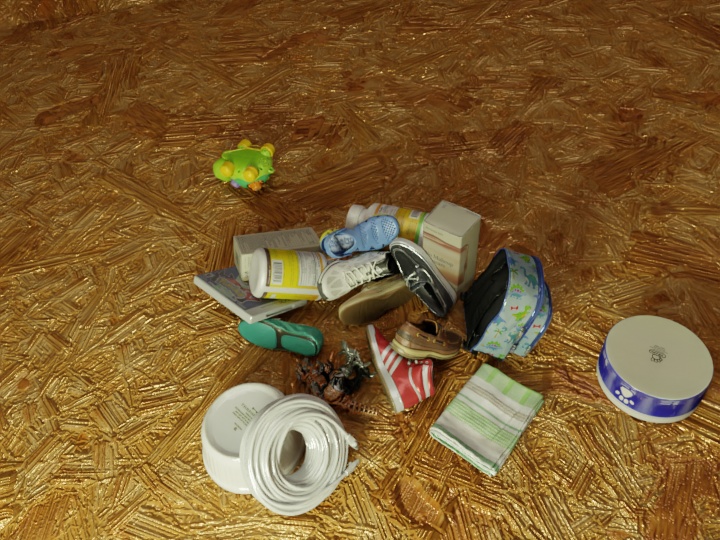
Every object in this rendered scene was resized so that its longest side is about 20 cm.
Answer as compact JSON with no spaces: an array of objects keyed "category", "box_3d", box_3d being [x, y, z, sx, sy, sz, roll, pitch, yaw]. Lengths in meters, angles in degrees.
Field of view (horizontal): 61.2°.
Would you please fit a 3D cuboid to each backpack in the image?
[{"category":"backpack","box_3d":[0.306,0.065,1.247,0.144,0.202,0.185,14,44,-8]}]

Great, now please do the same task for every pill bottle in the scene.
[{"category":"pill bottle","box_3d":[-0.145,0.010,1.372,0.197,0.110,0.110,5,41,-25]},{"category":"pill bottle","box_3d":[0.068,-0.098,1.452,0.197,0.112,0.112,13,49,16]}]

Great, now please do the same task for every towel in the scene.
[{"category":"towel","box_3d":[0.245,0.277,1.169,0.148,0.031,0.200,29,55,28]}]

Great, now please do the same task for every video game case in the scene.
[{"category":"video game case","box_3d":[-0.250,0.045,1.393,0.198,0.023,0.181,29,27,30]}]

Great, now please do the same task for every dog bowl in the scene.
[{"category":"dog bowl","box_3d":[0.569,0.188,1.184,0.196,0.080,0.202,-3,46,3]}]

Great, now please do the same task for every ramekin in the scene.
[{"category":"ramekin","box_3d":[-0.208,0.305,1.147,0.198,0.095,0.204,-3,46,4]}]

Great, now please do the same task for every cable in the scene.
[{"category":"cable","box_3d":[-0.114,0.316,1.062,0.199,0.202,0.069,-39,17,-31]}]

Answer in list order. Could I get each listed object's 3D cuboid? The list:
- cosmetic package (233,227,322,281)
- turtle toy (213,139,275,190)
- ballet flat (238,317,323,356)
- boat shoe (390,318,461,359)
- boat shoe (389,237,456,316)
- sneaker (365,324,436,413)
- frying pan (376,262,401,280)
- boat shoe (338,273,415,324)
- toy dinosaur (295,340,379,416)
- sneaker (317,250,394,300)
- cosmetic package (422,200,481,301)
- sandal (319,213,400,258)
[{"category":"cosmetic package","box_3d":[-0.197,-0.041,1.452,0.197,0.074,0.104,-7,31,-20]},{"category":"turtle toy","box_3d":[-0.332,-0.290,1.724,0.197,0.102,0.147,12,49,18]},{"category":"ballet flat","box_3d":[-0.169,0.139,1.333,0.197,0.068,0.070,12,24,17]},{"category":"boat shoe","box_3d":[0.146,0.134,1.228,0.198,0.069,0.072,6,19,-46]},{"category":"boat shoe","box_3d":[0.130,0.018,1.346,0.201,0.071,0.068,50,47,-6]},{"category":"sneaker","box_3d":[0.085,0.185,1.246,0.111,0.072,0.202,-19,55,-6]},{"category":"frying pan","box_3d":[0.032,-0.031,1.486,0.189,0.031,0.115,29,54,33]},{"category":"boat shoe","box_3d":[0.030,0.062,1.376,0.197,0.072,0.065,-19,42,-26]},{"category":"toy dinosaur","box_3d":[-0.041,0.230,1.223,0.199,0.102,0.136,37,73,13]},{"category":"sneaker","box_3d":[0.000,-0.001,1.339,0.114,0.077,0.199,-12,15,47]},{"category":"cosmetic package","box_3d":[0.199,-0.040,1.358,0.102,0.202,0.087,26,52,28]},{"category":"sandal","box_3d":[-0.005,-0.071,1.371,0.197,0.081,0.087,-20,8,12]}]
